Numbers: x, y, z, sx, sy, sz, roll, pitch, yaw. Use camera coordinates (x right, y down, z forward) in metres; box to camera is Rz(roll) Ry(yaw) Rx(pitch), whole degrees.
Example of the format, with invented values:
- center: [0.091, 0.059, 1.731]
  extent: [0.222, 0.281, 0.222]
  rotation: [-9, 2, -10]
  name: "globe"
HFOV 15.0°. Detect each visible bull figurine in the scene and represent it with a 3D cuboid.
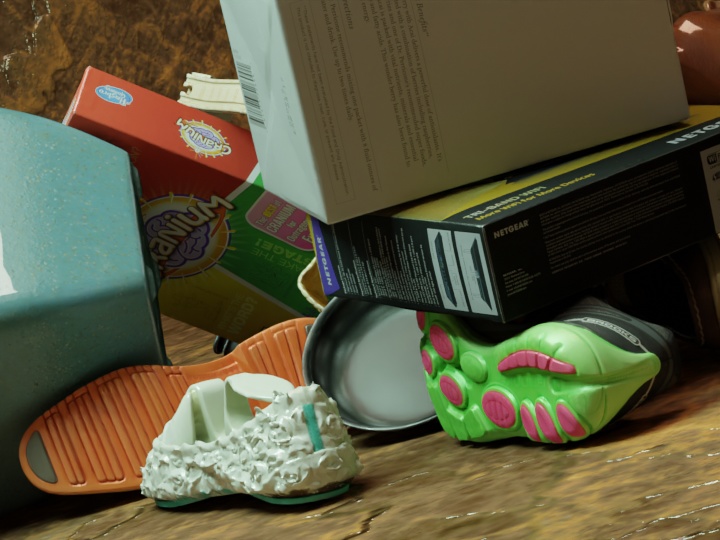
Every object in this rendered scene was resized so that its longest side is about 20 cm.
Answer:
- center: [0.245, -0.076, 1.456]
  extent: [0.065, 0.200, 0.121]
  rotation: [-55, -7, 23]
  name: "bull figurine"

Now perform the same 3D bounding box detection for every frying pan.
- center: [0.040, 0.014, 1.502]
  extent: [0.115, 0.031, 0.190]
  rotation: [10, 56, 30]
  name: "frying pan"

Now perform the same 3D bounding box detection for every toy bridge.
- center: [-0.032, -0.089, 1.620]
  extent: [0.200, 0.027, 0.067]
  rotation: [17, -5, 37]
  name: "toy bridge"

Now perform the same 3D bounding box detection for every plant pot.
- center: [-0.217, 0.022, 1.603]
  extent: [0.200, 0.196, 0.196]
  rotation: [-9, 48, -2]
  name: "plant pot"

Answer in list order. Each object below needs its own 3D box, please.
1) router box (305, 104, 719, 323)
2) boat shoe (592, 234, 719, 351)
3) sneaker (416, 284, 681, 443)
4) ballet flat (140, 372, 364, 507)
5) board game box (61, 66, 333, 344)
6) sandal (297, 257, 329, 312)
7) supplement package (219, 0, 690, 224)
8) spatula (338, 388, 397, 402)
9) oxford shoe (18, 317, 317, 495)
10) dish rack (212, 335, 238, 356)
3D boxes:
- center: [0.098, -0.034, 1.392]
  extent: [0.200, 0.052, 0.157]
  rotation: [-21, 15, -31]
  name: "router box"
- center: [0.145, 0.004, 1.448]
  extent: [0.072, 0.072, 0.200]
  rotation: [-17, 20, -8]
  name: "boat shoe"
- center: [0.090, 0.046, 1.353]
  extent: [0.084, 0.077, 0.200]
  rotation: [-13, 13, -25]
  name: "sneaker"
- center: [-0.060, 0.084, 1.411]
  extent: [0.072, 0.072, 0.200]
  rotation: [-20, 5, -29]
  name: "ballet flat"
- center: [-0.101, -0.030, 1.685]
  extent: [0.153, 0.200, 0.040]
  rotation: [122, 165, -48]
  name: "board game box"
- center: [-0.002, -0.005, 1.574]
  extent: [0.070, 0.078, 0.212]
  rotation: [-14, -29, -24]
  name: "sandal"
- center: [0.046, -0.114, 1.390]
  extent: [0.200, 0.121, 0.120]
  rotation: [-16, 14, -14]
  name: "supplement package"
- center: [0.031, 0.061, 1.592]
  extent: [0.057, 0.021, 0.200]
  rotation: [-18, 4, 24]
  name: "spatula"
- center: [-0.099, 0.090, 1.569]
  extent: [0.200, 0.071, 0.073]
  rotation: [-16, -17, -16]
  name: "oxford shoe"
- center: [-0.003, -0.009, 1.861]
  extent: [0.200, 0.055, 0.153]
  rotation: [-24, -32, -55]
  name: "dish rack"
